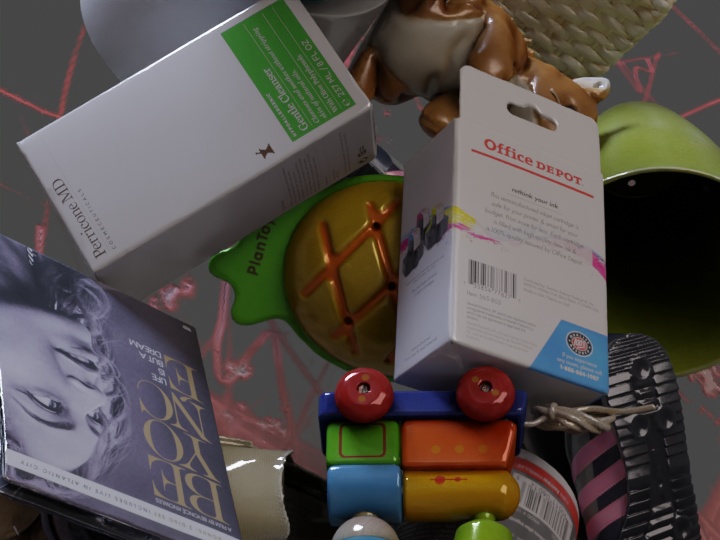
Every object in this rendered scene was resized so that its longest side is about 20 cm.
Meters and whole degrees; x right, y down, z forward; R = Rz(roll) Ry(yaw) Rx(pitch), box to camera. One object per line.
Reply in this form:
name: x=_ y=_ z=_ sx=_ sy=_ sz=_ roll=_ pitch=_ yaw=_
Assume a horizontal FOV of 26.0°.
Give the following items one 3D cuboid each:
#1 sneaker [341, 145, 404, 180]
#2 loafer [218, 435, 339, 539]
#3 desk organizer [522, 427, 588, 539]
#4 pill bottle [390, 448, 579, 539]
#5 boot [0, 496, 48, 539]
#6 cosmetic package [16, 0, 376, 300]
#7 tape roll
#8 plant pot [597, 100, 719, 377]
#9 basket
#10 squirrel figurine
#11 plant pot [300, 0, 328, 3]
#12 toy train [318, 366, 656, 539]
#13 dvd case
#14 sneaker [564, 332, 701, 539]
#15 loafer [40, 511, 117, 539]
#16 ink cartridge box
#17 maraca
sneaker: x=0.040 y=-0.032 z=1.137 sx=0.200 sy=0.070 sz=0.082 roll=47 pitch=23 yaw=-7
loafer: x=-0.070 y=0.134 z=0.932 sx=0.199 sy=0.068 sz=0.076 roll=22 pitch=46 yaw=-23
desk organizer: x=0.147 y=0.142 z=1.067 sx=0.072 sy=0.077 sz=0.200 roll=-25 pitch=73 yaw=-18
pill bottle: x=0.059 y=0.209 z=0.937 sx=0.116 sy=0.116 sz=0.200 roll=34 pitch=44 yaw=-10
boot: x=-0.175 y=0.129 z=0.854 sx=0.073 sy=0.075 sz=0.201 roll=7 pitch=55 yaw=-35
cosmetic package: x=-0.100 y=-0.075 z=0.987 sx=0.200 sy=0.085 sz=0.108 roll=-32 pitch=72 yaw=-9
tape roll: x=-0.087 y=-0.217 z=1.135 sx=0.202 sy=0.139 sz=0.203 roll=18 pitch=49 yaw=-21
plant pot: x=0.224 y=-0.047 z=1.236 sx=0.187 sy=0.187 sz=0.200 roll=30 pitch=30 yaw=-14
basket: x=0.171 y=-0.265 z=1.333 sx=0.200 sy=0.198 sz=0.161 roll=40 pitch=47 yaw=-5
squirrel figurine: x=0.098 y=-0.159 z=1.205 sx=0.186 sy=0.142 sz=0.200 roll=28 pitch=22 yaw=-6
plant pot: x=-0.011 y=-0.281 z=1.011 sx=0.200 sy=0.200 sz=0.188 roll=39 pitch=59 yaw=-5
toy train: x=0.075 y=0.123 z=0.891 sx=0.199 sy=0.085 sz=0.116 roll=-1 pitch=53 yaw=2
dvd case: x=-0.138 y=0.070 z=0.853 sx=0.148 sy=0.016 sz=0.200 roll=29 pitch=26 yaw=-32
sneaker: x=0.167 y=0.140 z=0.999 sx=0.070 sy=0.082 sz=0.201 roll=-2 pitch=89 yaw=-25
loafer: x=-0.086 y=0.170 z=0.849 sx=0.200 sy=0.063 sz=0.072 roll=49 pitch=46 yaw=-29
ink cartridge box: x=0.089 y=-0.016 z=0.974 sx=0.115 sy=0.068 sz=0.201 roll=19 pitch=56 yaw=-24
maraca: x=0.000 y=0.000 z=1.042 sx=0.199 sy=0.138 sz=0.107 roll=16 pitch=2 yaw=0
